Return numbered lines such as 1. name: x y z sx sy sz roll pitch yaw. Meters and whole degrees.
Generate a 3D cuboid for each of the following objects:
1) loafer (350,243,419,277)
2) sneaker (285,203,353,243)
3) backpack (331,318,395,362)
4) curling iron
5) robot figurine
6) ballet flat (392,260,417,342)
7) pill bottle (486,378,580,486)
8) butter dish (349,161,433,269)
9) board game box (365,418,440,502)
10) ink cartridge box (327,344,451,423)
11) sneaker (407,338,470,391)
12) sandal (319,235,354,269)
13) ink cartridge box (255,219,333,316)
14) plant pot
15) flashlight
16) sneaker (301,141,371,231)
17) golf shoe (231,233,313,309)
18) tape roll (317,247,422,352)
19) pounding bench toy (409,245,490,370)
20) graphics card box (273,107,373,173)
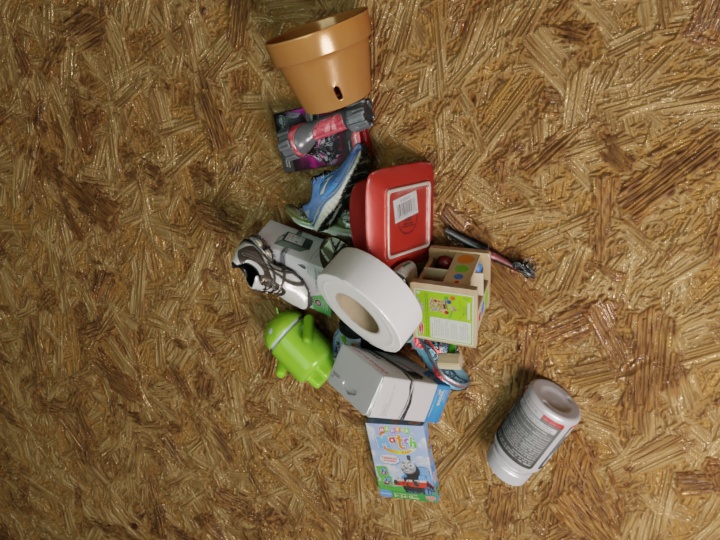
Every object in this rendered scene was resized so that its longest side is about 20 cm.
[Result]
1. loafer: 0.049 0.012 1.172 0.198 0.075 0.070 34 114 11
2. sneaker: -0.066 -0.125 1.193 0.196 0.077 0.090 18 101 14
3. backpack: 0.013 0.172 1.209 0.151 0.163 0.203 -4 113 35
4. curling iron: 0.254 -0.039 1.081 0.198 0.026 0.050 29 154 18
5. robot figurine: -0.142 0.177 1.296 0.200 0.115 0.176 45 132 6
6. ballet flat: 0.095 0.062 1.102 0.068 0.070 0.202 13 136 21
7. pill bottle: 0.342 0.329 1.117 0.113 0.114 0.202 32 118 12
8. butter dish: 0.043 -0.110 1.090 0.146 0.198 0.204 17 116 42
9. board game box: 0.101 0.448 1.317 0.149 0.037 0.204 -5 104 27
10. ink cartridge box: 0.057 0.223 1.085 0.144 0.198 0.086 28 98 49
11. sneaker: 0.171 0.161 1.163 0.095 0.079 0.201 -42 87 28
12. sandal: 0.000 0.000 1.123 0.198 0.055 0.082 32 114 -14
13. ink cartridge box: -0.133 -0.006 1.224 0.197 0.084 0.148 20 138 18
14. plant pot: -0.061 -0.386 1.036 0.196 0.201 0.142 -5 122 26
15. flashlight: -0.069 -0.272 1.079 0.197 0.068 0.069 -11 101 28
16. sneaker: -0.056 -0.176 1.104 0.089 0.078 0.201 45 114 13
17. golf shoe: -0.188 0.025 1.154 0.200 0.095 0.077 44 138 -11
18. tape roll: 0.015 0.056 1.010 0.201 0.071 0.203 35 157 17
19. pounding bench toy: 0.183 0.073 1.086 0.122 0.156 0.203 7 123 22
20. graphics card box: -0.079 -0.280 1.149 0.196 0.051 0.128 -2 106 27
